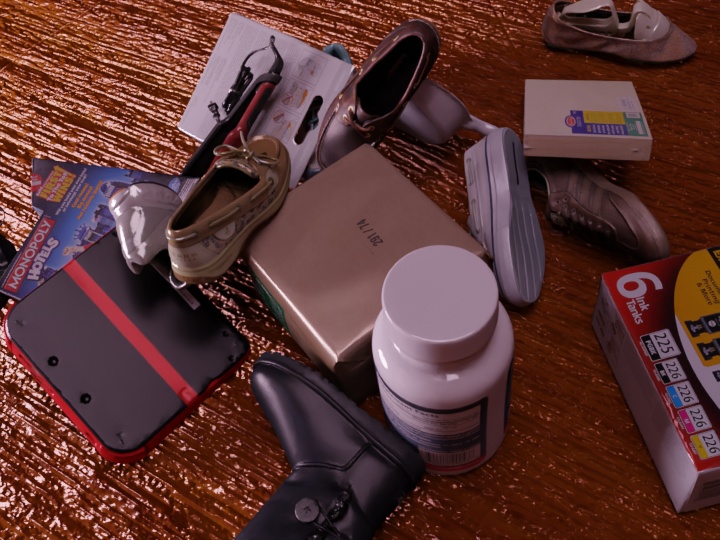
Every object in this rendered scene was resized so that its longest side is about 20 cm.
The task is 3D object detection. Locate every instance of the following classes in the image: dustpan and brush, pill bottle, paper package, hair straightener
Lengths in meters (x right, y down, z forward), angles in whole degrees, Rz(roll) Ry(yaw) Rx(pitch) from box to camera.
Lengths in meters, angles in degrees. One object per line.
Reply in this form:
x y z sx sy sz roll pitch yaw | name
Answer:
0.099 -0.181 0.925 0.198 0.140 0.058 35 83 -2 | dustpan and brush
0.070 0.077 0.663 0.117 0.202 0.121 -4 52 5 | pill bottle
0.000 0.000 0.793 0.189 0.104 0.200 -33 56 -17 | paper package
-0.156 -0.188 0.920 0.077 0.041 0.202 36 102 27 | hair straightener

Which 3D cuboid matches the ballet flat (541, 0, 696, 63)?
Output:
0.329 -0.310 0.999 0.196 0.068 0.069 9 55 14 | ballet flat

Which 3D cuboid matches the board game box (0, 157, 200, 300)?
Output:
-0.301 -0.038 0.878 0.196 0.062 0.203 20 68 13 | board game box

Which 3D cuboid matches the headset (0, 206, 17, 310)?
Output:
-0.446 -0.018 0.877 0.121 0.095 0.202 -8 45 2 | headset

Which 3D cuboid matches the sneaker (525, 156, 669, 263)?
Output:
0.241 -0.060 0.836 0.075 0.071 0.201 -34 48 -1 | sneaker

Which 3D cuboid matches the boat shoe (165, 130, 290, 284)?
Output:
-0.123 -0.075 0.761 0.072 0.063 0.202 7 46 17 | boat shoe

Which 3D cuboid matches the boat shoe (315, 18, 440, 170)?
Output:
0.010 -0.179 0.833 0.070 0.201 0.071 34 28 -5 | boat shoe

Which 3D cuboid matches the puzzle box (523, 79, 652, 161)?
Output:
0.249 -0.175 0.888 0.130 0.026 0.201 5 31 11 | puzzle box

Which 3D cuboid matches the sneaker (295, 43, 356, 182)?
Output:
-0.047 -0.194 0.955 0.076 0.087 0.203 1 54 9 | sneaker

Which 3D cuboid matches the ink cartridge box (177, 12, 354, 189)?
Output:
-0.111 -0.204 0.954 0.198 0.047 0.162 29 93 24 | ink cartridge box

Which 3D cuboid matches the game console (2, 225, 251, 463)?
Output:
-0.234 0.068 0.784 0.200 0.031 0.177 45 63 7 | game console

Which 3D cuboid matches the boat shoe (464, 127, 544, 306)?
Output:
0.149 -0.052 0.839 0.066 0.073 0.204 -22 55 40 | boat shoe

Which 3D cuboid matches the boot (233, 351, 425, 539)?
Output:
-0.063 0.182 0.681 0.198 0.077 0.168 32 60 21 | boot

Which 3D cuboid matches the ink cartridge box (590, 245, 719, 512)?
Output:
0.325 0.084 0.694 0.172 0.085 0.203 -13 52 -2 | ink cartridge box

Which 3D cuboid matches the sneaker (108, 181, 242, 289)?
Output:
-0.167 -0.021 0.809 0.075 0.198 0.094 -28 65 37 | sneaker
